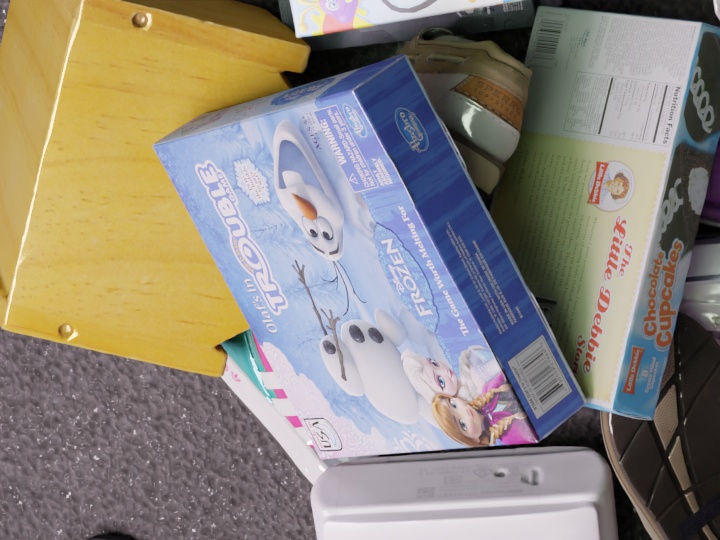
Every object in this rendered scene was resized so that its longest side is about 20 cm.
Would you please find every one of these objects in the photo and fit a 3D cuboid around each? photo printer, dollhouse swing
[{"bbox_3d":[0.066,0.197,1.486,0.166,0.069,0.200,-3,121,8],"label":"photo printer"},{"bbox_3d":[-0.131,-0.075,1.536,0.181,0.176,0.200,13,107,-6],"label":"dollhouse swing"}]

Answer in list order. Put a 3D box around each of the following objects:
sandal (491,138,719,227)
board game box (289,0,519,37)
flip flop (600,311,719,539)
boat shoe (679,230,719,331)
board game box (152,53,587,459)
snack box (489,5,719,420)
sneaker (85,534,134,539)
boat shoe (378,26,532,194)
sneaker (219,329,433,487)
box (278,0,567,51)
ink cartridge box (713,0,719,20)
[{"bbox_3d":[0.131,-0.067,1.425,0.202,0.050,0.083,8,106,27],"label":"sandal"},{"bbox_3d":[0.064,-0.189,1.338,0.200,0.103,0.105,-8,102,17],"label":"board game box"},{"bbox_3d":[0.174,0.105,1.423,0.058,0.081,0.200,40,162,55],"label":"flip flop"},{"bbox_3d":[0.159,0.016,1.428,0.200,0.072,0.066,-6,97,20],"label":"boat shoe"},{"bbox_3d":[0.000,0.000,1.370,0.199,0.043,0.200,-10,111,57],"label":"board game box"},{"bbox_3d":[0.120,-0.032,1.366,0.116,0.037,0.200,13,89,47],"label":"snack box"},{"bbox_3d":[-0.117,0.237,1.623,0.200,0.083,0.072,28,116,18],"label":"sneaker"},{"bbox_3d":[0.046,-0.090,1.407,0.075,0.200,0.068,31,91,-19],"label":"boat shoe"},{"bbox_3d":[0.004,0.055,1.513,0.200,0.084,0.121,44,129,11],"label":"sneaker"},{"bbox_3d":[0.019,-0.224,1.439,0.157,0.051,0.200,-5,103,28],"label":"box"},{"bbox_3d":[0.267,-0.204,1.296,0.200,0.083,0.147,-6,102,28],"label":"ink cartridge box"}]
